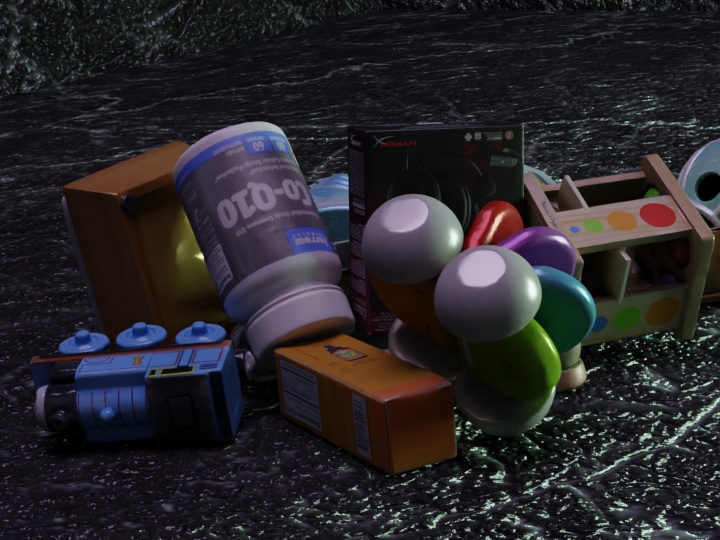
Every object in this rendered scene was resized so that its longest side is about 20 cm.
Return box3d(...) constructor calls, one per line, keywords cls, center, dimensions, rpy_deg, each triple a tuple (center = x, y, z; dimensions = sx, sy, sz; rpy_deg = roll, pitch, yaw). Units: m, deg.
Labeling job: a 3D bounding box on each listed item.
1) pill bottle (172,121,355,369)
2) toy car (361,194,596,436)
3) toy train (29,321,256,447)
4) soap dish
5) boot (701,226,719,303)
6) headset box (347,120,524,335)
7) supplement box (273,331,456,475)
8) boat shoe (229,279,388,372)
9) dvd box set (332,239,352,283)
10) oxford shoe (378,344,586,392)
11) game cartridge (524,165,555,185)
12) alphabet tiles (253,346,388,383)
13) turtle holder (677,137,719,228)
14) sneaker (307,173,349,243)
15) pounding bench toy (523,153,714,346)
box3d(cls="pill bottle", center=(-0.084, -0.021, 1.567), dimensions=(0.113, 0.201, 0.114), rpy_deg=(-21, -21, -8))
box3d(cls="toy car", center=(0.104, 0.018, 1.405), dimensions=(0.150, 0.176, 0.200), rpy_deg=(-37, 48, -20))
box3d(cls="toy train", center=(-0.190, 0.100, 1.506), dimensions=(0.198, 0.088, 0.114), rpy_deg=(-4, 21, 8))
box3d(cls="soap dish", center=(-0.185, -0.008, 1.651), dimensions=(0.081, 0.202, 0.157), rpy_deg=(-6, 15, 41))
box3d(cls="boot", center=(0.316, -0.004, 1.691), dimensions=(0.198, 0.076, 0.074), rpy_deg=(-6, 16, 7))
box3d(cls="headset box", center=(0.068, -0.030, 1.563), dimensions=(0.147, 0.202, 0.075), rpy_deg=(-2, 9, -13))
box3d(cls="supplement box", center=(0.001, 0.105, 1.437), dimensions=(0.066, 0.069, 0.200), rpy_deg=(-13, 18, -26))
box3d(cls="boat shoe", center=(-0.030, 0.042, 1.646), dimensions=(0.198, 0.073, 0.062), rpy_deg=(-13, 18, -11))
box3d(cls="dvd box set", center=(0.000, 0.000, 1.702), dimensions=(0.145, 0.030, 0.200), rpy_deg=(-10, -9, -27))
box3d(cls="oxford shoe", center=(0.095, 0.066, 1.521), dimensions=(0.198, 0.075, 0.071), rpy_deg=(-4, 16, 11))
box3d(cls="game cartridge", center=(0.197, -0.053, 1.786), dimensions=(0.133, 0.041, 0.200), rpy_deg=(40, 14, 10))
box3d(cls="alphabet tiles", center=(-0.053, 0.066, 1.721), dimensions=(0.166, 0.008, 0.200), rpy_deg=(-12, 15, -18))
box3d(cls="turtle holder", center=(0.401, -0.055, 1.779), dimensions=(0.131, 0.141, 0.186), rpy_deg=(-30, 64, -24))
box3d(cls="sneaker", center=(-0.075, -0.048, 1.810), dimensions=(0.198, 0.080, 0.131), rpy_deg=(-1, 21, 10))
box3d(cls="pounding bench toy", center=(0.218, -0.037, 1.606), dimensions=(0.154, 0.125, 0.201), rpy_deg=(-10, 43, -15))
